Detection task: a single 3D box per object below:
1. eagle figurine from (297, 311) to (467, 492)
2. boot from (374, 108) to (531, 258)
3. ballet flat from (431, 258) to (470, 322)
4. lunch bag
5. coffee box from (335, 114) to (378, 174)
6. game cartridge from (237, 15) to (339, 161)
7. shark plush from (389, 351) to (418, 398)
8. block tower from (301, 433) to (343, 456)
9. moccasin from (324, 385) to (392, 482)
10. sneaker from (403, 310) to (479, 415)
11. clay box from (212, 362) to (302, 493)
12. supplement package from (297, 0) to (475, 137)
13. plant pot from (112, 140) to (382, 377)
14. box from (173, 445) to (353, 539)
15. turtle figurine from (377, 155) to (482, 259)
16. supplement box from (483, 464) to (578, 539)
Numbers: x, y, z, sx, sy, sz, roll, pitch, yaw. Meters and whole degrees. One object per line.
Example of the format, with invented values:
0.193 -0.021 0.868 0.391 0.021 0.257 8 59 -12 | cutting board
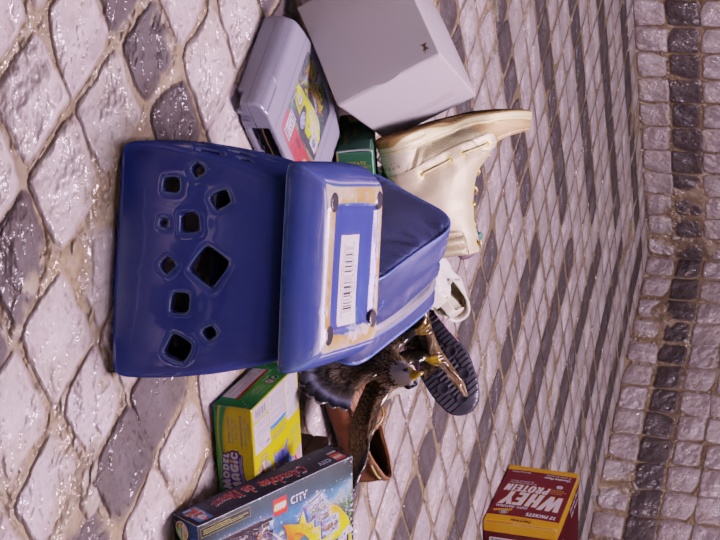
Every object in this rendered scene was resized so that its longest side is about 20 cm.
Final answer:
0.013 0.122 1.529 0.200 0.152 0.151 -38 165 -26 | eagle figurine
0.120 -0.099 1.599 0.199 0.073 0.156 -18 99 -29 | boot
0.094 0.023 1.738 0.200 0.069 0.070 31 66 -65 | ballet flat
0.000 0.000 1.475 0.200 0.136 0.133 -33 145 -44 | lunch bag
0.001 -0.068 1.615 0.123 0.044 0.201 -86 173 -63 | coffee box
-0.070 -0.159 1.448 0.200 0.041 0.134 67 29 -54 | game cartridge
0.040 0.115 1.788 0.084 0.091 0.200 64 25 4 | shark plush
-0.046 0.288 1.591 0.058 0.054 0.201 -51 141 -57 | block tower
0.002 0.169 1.661 0.074 0.077 0.202 -51 139 -53 | moccasin
0.099 0.109 1.811 0.201 0.070 0.082 61 1 29 | sneaker
-0.100 0.207 1.425 0.115 0.047 0.201 -42 134 -62 | clay box
0.032 -0.235 1.517 0.120 0.121 0.200 67 11 10 | supplement package
-0.087 -0.008 1.214 0.200 0.179 0.201 -7 101 -71 | plant pot
-0.089 0.268 1.364 0.199 0.038 0.137 -18 114 -42 | box
0.068 -0.087 1.702 0.101 0.149 0.200 -59 140 -25 | turtle figurine
0.312 0.494 2.548 0.197 0.132 0.201 -48 139 -60 | supplement box
